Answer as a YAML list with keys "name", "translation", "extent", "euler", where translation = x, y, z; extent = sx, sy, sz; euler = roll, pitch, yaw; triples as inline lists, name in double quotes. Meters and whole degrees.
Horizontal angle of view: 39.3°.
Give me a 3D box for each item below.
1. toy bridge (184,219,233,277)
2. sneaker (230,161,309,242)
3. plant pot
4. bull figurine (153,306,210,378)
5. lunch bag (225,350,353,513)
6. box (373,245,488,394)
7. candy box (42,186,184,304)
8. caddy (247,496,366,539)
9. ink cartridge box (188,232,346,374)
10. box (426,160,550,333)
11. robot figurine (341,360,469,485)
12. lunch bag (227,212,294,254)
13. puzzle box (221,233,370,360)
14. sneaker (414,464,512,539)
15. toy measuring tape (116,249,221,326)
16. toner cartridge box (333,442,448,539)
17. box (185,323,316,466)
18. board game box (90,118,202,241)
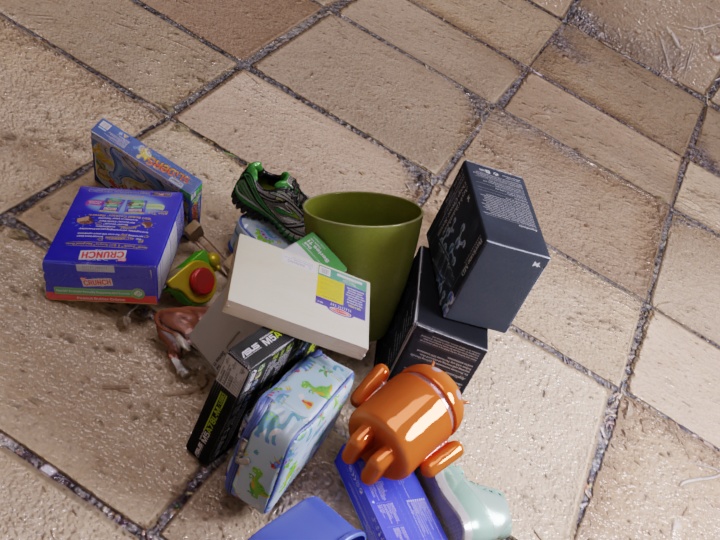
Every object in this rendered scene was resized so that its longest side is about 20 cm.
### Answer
- name: "toy bridge"
  translation: [-0.200, -0.002, 1.613]
  extent: [0.199, 0.067, 0.027]
  euler: [38, 72, 18]
- name: "sneaker"
  translation: [-0.113, -0.105, 1.641]
  extent: [0.198, 0.086, 0.078]
  euler: [26, 38, -2]
- name: "plant pot"
  translation: [0.000, 0.000, 1.556]
  extent: [0.184, 0.203, 0.188]
  euler: [2, 20, -1]
- name: "bull figurine"
  translation: [-0.207, 0.092, 1.493]
  extent: [0.198, 0.066, 0.122]
  euler: [-4, 48, -34]
- name: "lunch bag"
  translation: [-0.094, 0.211, 1.324]
  extent: [0.082, 0.162, 0.200]
  euler: [29, 33, 12]
- name: "box"
  translation: [0.104, 0.109, 1.552]
  extent: [0.122, 0.198, 0.201]
  euler: [21, 36, -8]
- name: "candy box"
  translation: [-0.364, -0.040, 1.513]
  extent: [0.166, 0.078, 0.201]
  euler: [4, 36, 2]
- name: "caddy"
  translation: [-0.075, 0.361, 1.177]
  extent: [0.105, 0.143, 0.199]
  euler: [37, 37, 24]
- name: "ink cartridge box"
  translation: [-0.131, 0.048, 1.430]
  extent: [0.083, 0.147, 0.200]
  euler: [47, 38, 7]
- name: "box"
  translation: [0.183, -0.037, 1.487]
  extent: [0.106, 0.150, 0.201]
  euler: [14, 36, -17]
- name: "robot figurine"
  translation: [0.062, 0.204, 1.380]
  extent: [0.143, 0.118, 0.199]
  euler: [14, 39, 45]
- name: "lunch bag"
  translation: [-0.114, -0.023, 1.680]
  extent: [0.200, 0.083, 0.160]
  euler: [42, 38, 19]
- name: "puzzle box"
  translation: [-0.080, 0.035, 1.333]
  extent: [0.198, 0.026, 0.134]
  euler: [21, 38, -14]
- name: "sneaker"
  translation: [0.138, 0.309, 1.437]
  extent: [0.117, 0.074, 0.201]
  euler: [7, 36, -36]
- name: "toy measuring tape"
  translation: [-0.278, 0.042, 1.527]
  extent: [0.073, 0.074, 0.200]
  euler: [35, 53, 14]
- name: "toner cartridge box"
  translation: [0.044, 0.324, 1.379]
  extent: [0.094, 0.043, 0.201]
  euler: [1, 43, -31]
- name: "box"
  translation: [-0.134, 0.145, 1.357]
  extent: [0.047, 0.201, 0.193]
  euler: [36, 38, 12]
- name: "board game box"
  translation: [-0.348, -0.146, 1.642]
  extent: [0.198, 0.136, 0.035]
  euler: [32, 58, 9]
